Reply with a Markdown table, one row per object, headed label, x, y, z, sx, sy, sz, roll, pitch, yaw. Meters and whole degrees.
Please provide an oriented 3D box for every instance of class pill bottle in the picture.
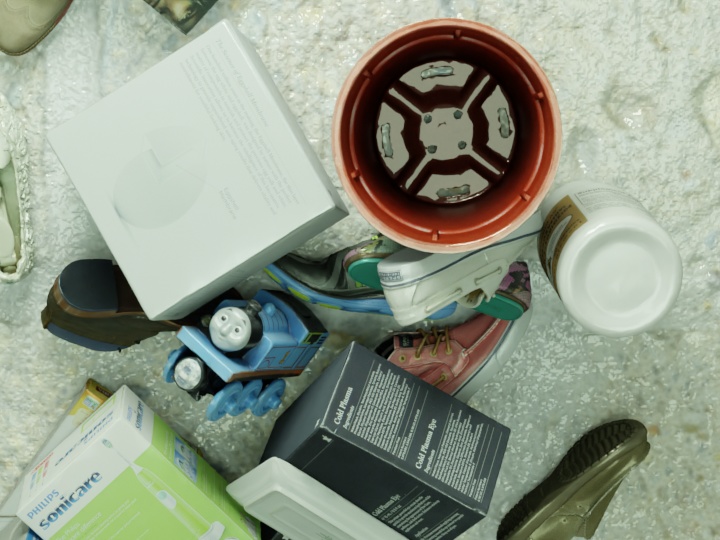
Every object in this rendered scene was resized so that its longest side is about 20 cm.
| label | x | y | z | sx | sy | sz | roll | pitch | yaw |
| --- | --- | --- | --- | --- | --- | --- | --- | --- | --- |
| pill bottle | 0.227 | -0.020 | 1.524 | 0.113 | 0.200 | 0.115 | -1 | 106 | -3 |

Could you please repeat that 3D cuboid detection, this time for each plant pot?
| label | x | y | z | sx | sy | sz | roll | pitch | yaw |
| --- | --- | --- | --- | --- | --- | --- | --- | --- | --- |
| plant pot | 0.078 | -0.124 | 1.479 | 0.199 | 0.195 | 0.203 | 0 | 96 | 2 |

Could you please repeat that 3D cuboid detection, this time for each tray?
| label | x | y | z | sx | sy | sz | roll | pitch | yaw |
| --- | --- | --- | --- | --- | --- | --- | --- | --- | --- |
| tray | -0.031 | 0.254 | 1.570 | 0.199 | 0.022 | 0.107 | 34 | 143 | -16 |

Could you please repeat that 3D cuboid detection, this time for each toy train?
| label | x | y | z | sx | sy | sz | roll | pitch | yaw |
| --- | --- | --- | --- | --- | --- | --- | --- | --- | --- |
| toy train | -0.111 | 0.077 | 1.541 | 0.087 | 0.200 | 0.115 | 38 | 100 | 17 |

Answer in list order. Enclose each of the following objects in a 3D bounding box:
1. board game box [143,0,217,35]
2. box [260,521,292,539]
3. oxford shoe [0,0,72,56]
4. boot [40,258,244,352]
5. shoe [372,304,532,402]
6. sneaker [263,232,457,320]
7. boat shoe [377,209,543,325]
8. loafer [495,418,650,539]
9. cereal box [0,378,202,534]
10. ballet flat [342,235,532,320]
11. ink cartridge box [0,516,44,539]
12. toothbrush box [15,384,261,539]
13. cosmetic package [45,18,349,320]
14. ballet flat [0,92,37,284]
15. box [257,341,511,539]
| label | x | y | z | sx | sy | sz | roll | pitch | yaw |
| --- | --- | --- | --- | --- | --- | --- | --- | --- | --- |
| board game box | -0.141 | -0.329 | 1.472 | 0.200 | 0.028 | 0.135 | -47 | 132 | 7 |
| box | -0.086 | 0.359 | 1.678 | 0.141 | 0.079 | 0.200 | 36 | 101 | -15 |
| oxford shoe | -0.287 | -0.286 | 1.487 | 0.070 | 0.075 | 0.201 | 29 | 102 | -10 |
| boot | -0.218 | 0.037 | 1.595 | 0.199 | 0.097 | 0.075 | 10 | 63 | -28 |
| shoe | 0.077 | 0.084 | 1.612 | 0.091 | 0.072 | 0.200 | 37 | 105 | -18 |
| sneaker | 0.000 | 0.000 | 1.594 | 0.198 | 0.071 | 0.084 | 7 | 87 | -4 |
| boat shoe | 0.098 | -0.002 | 1.484 | 0.199 | 0.071 | 0.070 | -25 | 108 | -42 |
| loafer | 0.228 | 0.232 | 1.665 | 0.067 | 0.076 | 0.200 | 42 | 109 | -14 |
| cereal box | -0.274 | 0.230 | 1.650 | 0.143 | 0.040 | 0.201 | 33 | 101 | -13 |
| ballet flat | 0.075 | -0.007 | 1.546 | 0.198 | 0.069 | 0.072 | 14 | 61 | -20 |
| ink cartridge box | -0.276 | 0.334 | 1.601 | 0.067 | 0.116 | 0.200 | -42 | 106 | 9 |
| toothbrush box | -0.216 | 0.240 | 1.593 | 0.146 | 0.086 | 0.200 | -42 | 108 | 9 |
| cosmetic package | -0.146 | -0.090 | 1.499 | 0.199 | 0.123 | 0.200 | -31 | 86 | 7 |
| ballet flat | -0.348 | -0.080 | 1.547 | 0.071 | 0.072 | 0.202 | -10 | 105 | 0 |
| box | 0.015 | 0.189 | 1.571 | 0.181 | 0.105 | 0.200 | 29 | 143 | -11 |
